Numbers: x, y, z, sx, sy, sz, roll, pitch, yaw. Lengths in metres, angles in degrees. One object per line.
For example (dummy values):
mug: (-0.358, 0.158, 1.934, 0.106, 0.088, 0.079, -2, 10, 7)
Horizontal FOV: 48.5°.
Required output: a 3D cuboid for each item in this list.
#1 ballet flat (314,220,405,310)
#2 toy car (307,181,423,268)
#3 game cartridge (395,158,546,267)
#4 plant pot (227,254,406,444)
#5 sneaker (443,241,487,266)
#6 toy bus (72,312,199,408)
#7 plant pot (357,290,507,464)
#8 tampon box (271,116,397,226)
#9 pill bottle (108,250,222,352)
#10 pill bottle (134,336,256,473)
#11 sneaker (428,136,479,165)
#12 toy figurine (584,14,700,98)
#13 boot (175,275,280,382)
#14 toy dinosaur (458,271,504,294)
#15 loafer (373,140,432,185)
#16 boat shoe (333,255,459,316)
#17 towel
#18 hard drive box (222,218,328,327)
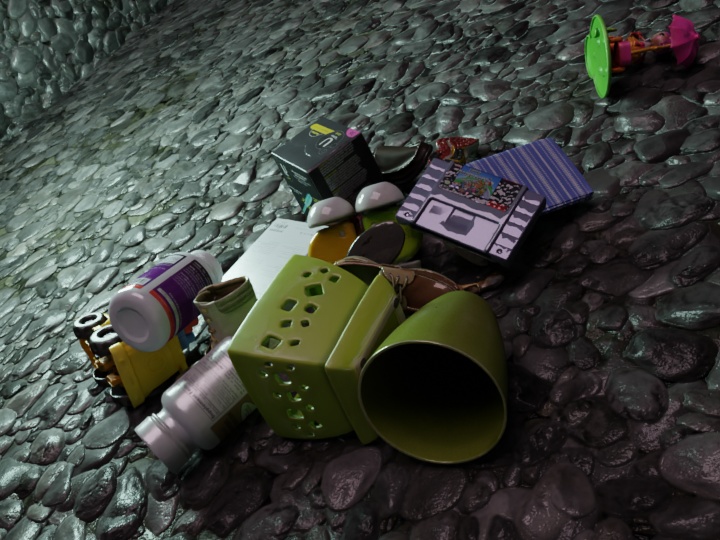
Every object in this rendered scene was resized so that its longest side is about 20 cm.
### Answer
ballet flat: (0.000, 0.000, 1.257, 0.200, 0.067, 0.046, -51, -10, 19)
toy car: (0.017, -0.048, 1.350, 0.199, 0.176, 0.150, -16, 0, 18)
game cartridge: (0.169, -0.095, 1.228, 0.200, 0.038, 0.130, 24, 74, 28)
plant pot: (-0.036, 0.118, 1.124, 0.181, 0.200, 0.199, 7, 47, 30)
sneaker: (0.234, -0.072, 1.294, 0.200, 0.076, 0.092, -36, 58, -18)
toy bus: (-0.389, 0.124, 1.422, 0.192, 0.136, 0.200, -31, 32, -29)
plant pot: (0.114, 0.116, 1.053, 0.187, 0.188, 0.200, -10, 25, 25)
tampon box: (-0.042, -0.154, 1.458, 0.126, 0.200, 0.150, -38, 36, -14)
pill bottle: (-0.315, 0.042, 1.325, 0.112, 0.113, 0.200, -5, 23, 29)
pill bottle: (-0.236, 0.205, 1.214, 0.200, 0.115, 0.114, -42, 37, -18)
sneaker: (0.170, -0.195, 1.475, 0.078, 0.082, 0.200, 6, 28, 22)
toy figurine: (0.530, -0.412, 1.488, 0.183, 0.151, 0.200, -8, 13, 6)
boot: (-0.238, 0.107, 1.302, 0.200, 0.155, 0.072, -29, 34, -3)
toy dinosaur: (0.121, 0.040, 1.229, 0.199, 0.061, 0.106, -2, 32, 4)
loafer: (0.055, -0.203, 1.518, 0.200, 0.071, 0.073, -19, 39, 50)
boat shoe: (0.043, 0.027, 1.174, 0.199, 0.076, 0.074, 11, 4, 21)
towel: (0.254, -0.136, 1.285, 0.199, 0.024, 0.145, -19, 56, -11)
hard drive box: (-0.145, 0.005, 1.437, 0.156, 0.077, 0.200, 12, 51, 43)
